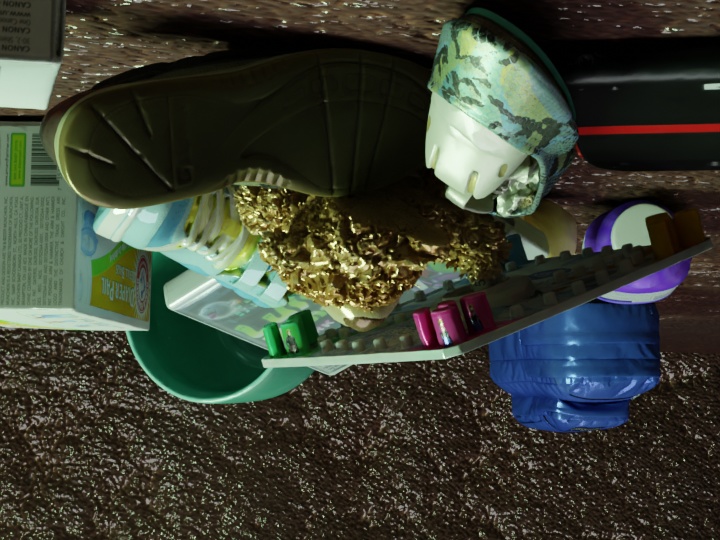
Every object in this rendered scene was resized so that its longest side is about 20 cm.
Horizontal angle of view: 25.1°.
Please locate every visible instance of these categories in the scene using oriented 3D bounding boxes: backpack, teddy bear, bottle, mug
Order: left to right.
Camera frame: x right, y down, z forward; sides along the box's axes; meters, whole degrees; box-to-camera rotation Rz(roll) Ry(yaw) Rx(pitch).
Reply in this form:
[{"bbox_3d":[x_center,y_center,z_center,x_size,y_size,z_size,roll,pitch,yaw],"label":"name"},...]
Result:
[{"bbox_3d":[-0.078,0.025,1.251,0.183,0.154,0.114,-2,177,24],"label":"mug"},{"bbox_3d":[0.003,-0.025,0.849,0.143,0.067,0.200,11,-158,-19],"label":"teddy bear"},{"bbox_3d":[0.262,0.102,1.888,0.161,0.170,0.200,-3,173,-24],"label":"backpack"},{"bbox_3d":[0.211,-0.014,1.237,0.082,0.066,0.200,0,174,7],"label":"bottle"}]

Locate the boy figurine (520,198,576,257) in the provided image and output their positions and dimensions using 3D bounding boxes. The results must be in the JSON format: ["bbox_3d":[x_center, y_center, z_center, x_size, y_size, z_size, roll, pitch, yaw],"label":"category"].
[{"bbox_3d":[0.066,-0.028,1.157,0.198,0.065,0.124,8,169,-30],"label":"boy figurine"}]

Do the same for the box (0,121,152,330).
[{"bbox_3d":[-0.200,-0.022,1.021,0.100,0.114,0.200,1,175,5],"label":"box"}]

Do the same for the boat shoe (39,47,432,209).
[{"bbox_3d":[-0.053,-0.073,0.751,0.199,0.073,0.066,-10,-154,-29],"label":"boat shoe"}]

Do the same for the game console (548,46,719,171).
[{"bbox_3d":[0.197,-0.083,0.791,0.197,0.031,0.177,-1,169,14],"label":"game console"}]

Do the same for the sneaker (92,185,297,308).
[{"bbox_3d":[-0.076,-0.030,0.911,0.129,0.080,0.200,26,-178,-3],"label":"sneaker"}]

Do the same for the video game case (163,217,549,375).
[{"bbox_3d":[0.000,0.000,1.078,0.199,0.024,0.181,-30,146,26],"label":"video game case"}]

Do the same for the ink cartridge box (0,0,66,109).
[{"bbox_3d":[-0.228,-0.094,0.674,0.197,0.044,0.173,3,173,-14],"label":"ink cartridge box"}]

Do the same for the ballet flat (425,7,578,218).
[{"bbox_3d":[0.062,-0.060,0.739,0.073,0.075,0.200,0,172,13],"label":"ballet flat"}]

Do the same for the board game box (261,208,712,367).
[{"bbox_3d":[0.067,0.010,0.931,0.198,0.026,0.199,-20,-173,-32],"label":"board game box"}]
